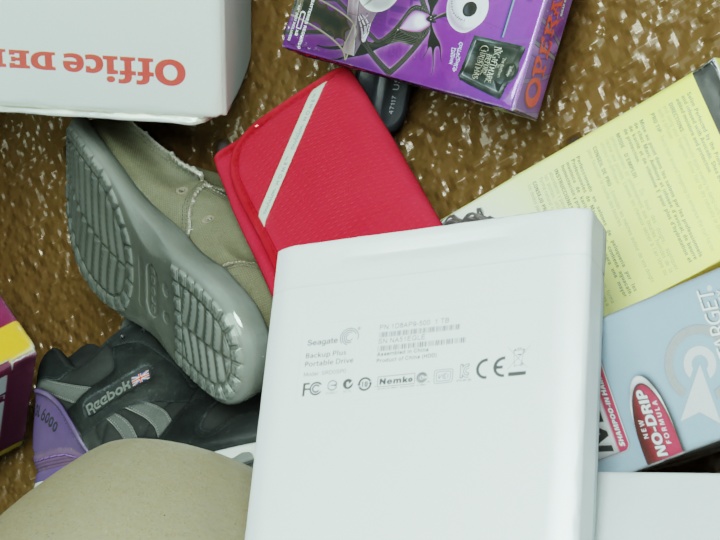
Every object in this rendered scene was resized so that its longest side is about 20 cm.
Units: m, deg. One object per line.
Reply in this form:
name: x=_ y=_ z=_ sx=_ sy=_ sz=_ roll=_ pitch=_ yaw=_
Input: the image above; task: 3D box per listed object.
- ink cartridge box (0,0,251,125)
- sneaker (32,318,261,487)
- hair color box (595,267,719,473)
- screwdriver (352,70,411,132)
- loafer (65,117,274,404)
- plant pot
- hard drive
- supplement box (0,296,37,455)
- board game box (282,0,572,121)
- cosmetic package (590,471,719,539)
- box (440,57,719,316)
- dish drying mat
ink cartridge box: x=-0.122 y=-0.174 z=0.917 sx=0.145 sy=0.083 sz=0.202 roll=5 pitch=115 yaw=6
sneaker: x=-0.080 y=0.056 z=0.968 sx=0.199 sy=0.075 sz=0.088 roll=-13 pitch=80 yaw=36
hair color box: x=0.172 y=0.019 z=0.785 sx=0.199 sy=0.099 sz=0.061 roll=-26 pitch=78 yaw=31
screwdriver: x=0.000 y=-0.026 z=0.948 sx=0.028 sy=0.029 sz=0.202 roll=21 pitch=113 yaw=30
loafer: x=-0.075 y=-0.009 z=0.962 sx=0.200 sy=0.069 sz=0.076 roll=46 pitch=140 yaw=43
plant pot: x=-0.086 y=0.150 z=0.884 sx=0.199 sy=0.200 sz=0.135 roll=-5 pitch=57 yaw=33
hard drive: x=0.021 y=0.079 z=0.771 sx=0.131 sy=0.027 sz=0.202 roll=-7 pitch=61 yaw=24
supplement box: x=-0.262 y=0.014 z=1.029 sx=0.200 sy=0.130 sz=0.103 roll=52 pitch=152 yaw=19
board game box: x=0.047 y=-0.174 z=0.881 sx=0.119 sy=0.032 sz=0.202 roll=17 pitch=92 yaw=27
cosmetic package: x=0.139 y=0.135 z=0.788 sx=0.199 sy=0.151 sz=0.052 roll=-3 pitch=53 yaw=34
box: x=0.087 y=-0.007 z=0.869 sx=0.199 sy=0.050 sz=0.076 roll=-31 pitch=76 yaw=30
dish drying mat: x=0.000 y=0.000 z=0.862 sx=0.076 sy=0.018 sz=0.201 roll=-32 pitch=49 yaw=5
